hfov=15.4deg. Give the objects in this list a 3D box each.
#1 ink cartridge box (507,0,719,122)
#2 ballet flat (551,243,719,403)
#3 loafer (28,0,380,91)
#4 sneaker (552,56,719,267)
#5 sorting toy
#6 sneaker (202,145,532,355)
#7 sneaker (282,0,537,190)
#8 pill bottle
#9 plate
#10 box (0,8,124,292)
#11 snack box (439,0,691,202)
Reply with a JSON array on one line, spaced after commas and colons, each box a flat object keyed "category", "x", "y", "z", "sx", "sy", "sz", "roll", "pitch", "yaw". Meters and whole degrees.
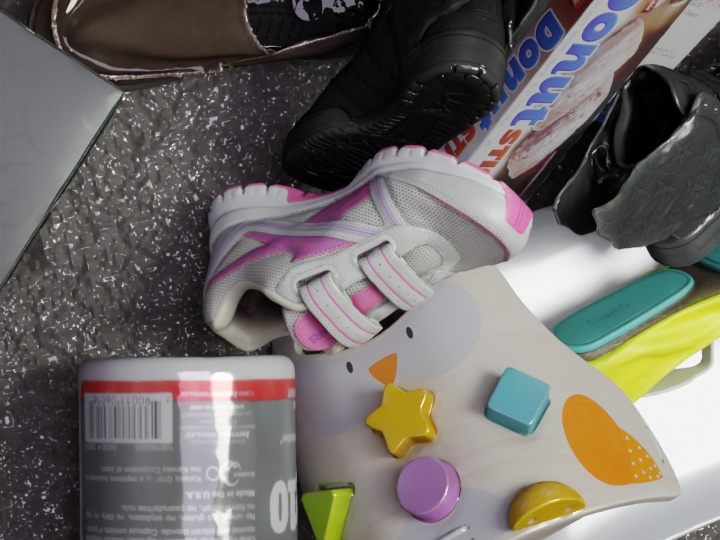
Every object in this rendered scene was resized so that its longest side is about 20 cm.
[{"category": "ink cartridge box", "x": 0.150, "y": -0.174, "z": 1.394, "sx": 0.116, "sy": 0.200, "sz": 0.067, "roll": 10, "pitch": 41, "yaw": -47}, {"category": "ballet flat", "x": 0.192, "y": 0.018, "z": 1.452, "sx": 0.199, "sy": 0.067, "sz": 0.067, "roll": -31, "pitch": 117, "yaw": -11}, {"category": "loafer", "x": -0.076, "y": -0.141, "z": 1.409, "sx": 0.199, "sy": 0.071, "sz": 0.073, "roll": -10, "pitch": 90, "yaw": -15}, {"category": "sneaker", "x": 0.180, "y": -0.080, "z": 1.414, "sx": 0.200, "sy": 0.060, "sz": 0.104, "roll": -55, "pitch": 138, "yaw": -16}, {"category": "sorting toy", "x": 0.033, "y": 0.081, "z": 1.397, "sx": 0.199, "sy": 0.107, "sz": 0.181, "roll": -31, "pitch": 68, "yaw": 16}, {"category": "sneaker", "x": 0.000, "y": 0.000, "z": 1.361, "sx": 0.081, "sy": 0.199, "sz": 0.089, "roll": 41, "pitch": 50, "yaw": -37}, {"category": "sneaker", "x": 0.033, "y": -0.117, "z": 1.361, "sx": 0.060, "sy": 0.200, "sz": 0.105, "roll": 23, "pitch": 61, "yaw": -26}, {"category": "pill bottle", "x": -0.088, "y": 0.145, "z": 1.374, "sx": 0.113, "sy": 0.114, "sz": 0.201, "roll": -1, "pitch": 89, "yaw": -15}, {"category": "plate", "x": 0.159, "y": 0.048, "z": 1.484, "sx": 0.199, "sy": 0.032, "sz": 0.201, "roll": -21, "pitch": 93, "yaw": -15}, {"category": "box", "x": -0.240, "y": -0.088, "z": 1.324, "sx": 0.200, "sy": 0.148, "sz": 0.125, "roll": 33, "pitch": 82, "yaw": -11}, {"category": "snack box", "x": 0.100, "y": -0.096, "z": 1.373, "sx": 0.072, "sy": 0.200, "sz": 0.024, "roll": -3, "pitch": 53, "yaw": -41}]
